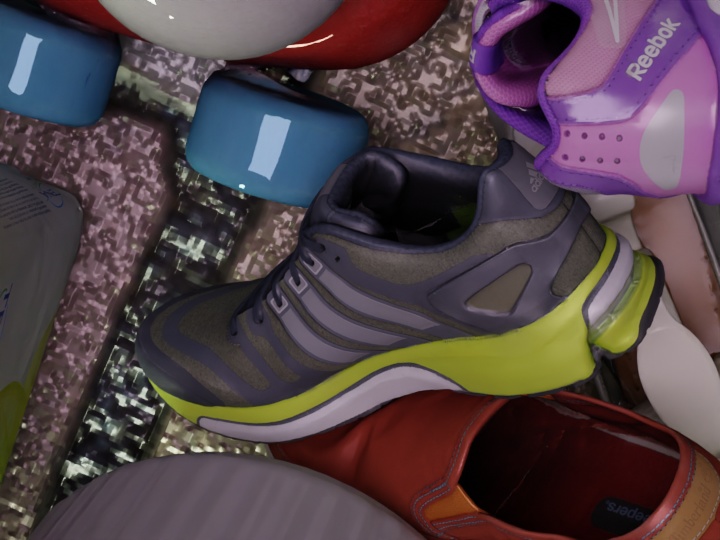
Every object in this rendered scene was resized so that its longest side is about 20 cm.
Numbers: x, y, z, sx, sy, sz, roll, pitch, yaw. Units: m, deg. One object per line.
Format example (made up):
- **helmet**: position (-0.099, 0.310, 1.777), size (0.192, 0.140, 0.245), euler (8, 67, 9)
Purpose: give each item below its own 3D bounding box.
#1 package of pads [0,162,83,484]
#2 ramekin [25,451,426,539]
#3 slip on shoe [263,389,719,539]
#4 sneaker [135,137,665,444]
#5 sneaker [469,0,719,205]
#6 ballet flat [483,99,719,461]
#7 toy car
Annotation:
- **package of pads**: position (-0.166, 0.062, 0.885), size (0.068, 0.155, 0.200), euler (22, 101, 5)
- **ramekin**: position (-0.043, 0.149, 0.875), size (0.202, 0.094, 0.203), euler (10, 131, 12)
- **slip on shoe**: position (0.044, 0.061, 0.866), size (0.200, 0.061, 0.074), euler (16, 66, 40)
- **sneaker**: position (0.000, 0.000, 0.864), size (0.200, 0.074, 0.081), euler (-14, 123, 35)
- **sneaker**: position (0.073, -0.082, 0.809), size (0.088, 0.200, 0.081), euler (-7, 122, -5)
- **ballet flat**: position (0.094, -0.011, 0.886), size (0.067, 0.064, 0.200), euler (-21, 94, 9)
- **toy car**: position (-0.058, -0.121, 0.823), size (0.177, 0.200, 0.185), euler (19, 99, 5)
